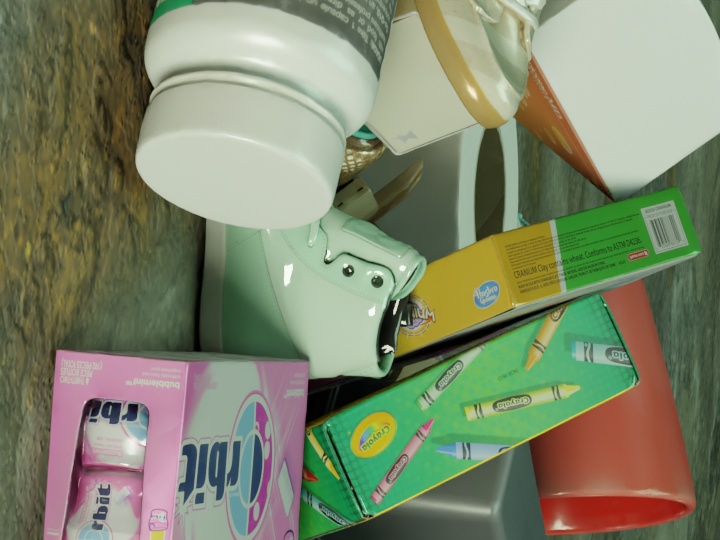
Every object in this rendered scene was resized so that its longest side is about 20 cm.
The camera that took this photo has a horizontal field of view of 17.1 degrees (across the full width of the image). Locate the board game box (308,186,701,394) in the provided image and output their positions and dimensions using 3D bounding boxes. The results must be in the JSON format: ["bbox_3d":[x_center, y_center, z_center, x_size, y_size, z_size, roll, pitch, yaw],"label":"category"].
[{"bbox_3d":[0.068,0.014,1.338,0.153,0.200,0.040,-14,83,-42],"label":"board game box"}]

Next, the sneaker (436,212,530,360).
[{"bbox_3d":[0.090,-0.034,1.682,0.075,0.088,0.201,6,89,-73],"label":"sneaker"}]

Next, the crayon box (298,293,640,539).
[{"bbox_3d":[0.041,0.083,1.313,0.200,0.119,0.058,-23,87,-32],"label":"crayon box"}]

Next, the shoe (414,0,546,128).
[{"bbox_3d":[0.061,-0.165,1.202,0.070,0.053,0.201,31,44,-50],"label":"shoe"}]

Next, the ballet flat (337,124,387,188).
[{"bbox_3d":[-0.013,-0.120,1.345,0.065,0.070,0.200,-52,-163,40],"label":"ballet flat"}]

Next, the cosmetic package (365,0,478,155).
[{"bbox_3d":[0.020,-0.175,1.278,0.105,0.071,0.201,41,36,-48],"label":"cosmetic package"}]

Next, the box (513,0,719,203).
[{"bbox_3d":[0.118,-0.144,1.372,0.125,0.097,0.200,57,-4,-30],"label":"box"}]

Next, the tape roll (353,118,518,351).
[{"bbox_3d":[0.052,-0.048,1.553,0.202,0.071,0.203,2,90,-75],"label":"tape roll"}]

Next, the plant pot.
[{"bbox_3d":[0.144,0.095,1.764,0.200,0.200,0.178,45,42,-70],"label":"plant pot"}]

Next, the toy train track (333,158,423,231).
[{"bbox_3d":[0.000,0.000,1.386,0.115,0.033,0.200,-38,165,-12],"label":"toy train track"}]

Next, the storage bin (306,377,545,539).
[{"bbox_3d":[0.035,0.157,1.468,0.200,0.134,0.146,74,26,-50],"label":"storage bin"}]

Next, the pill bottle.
[{"bbox_3d":[-0.039,-0.129,1.141,0.113,0.113,0.201,66,33,-61],"label":"pill bottle"}]

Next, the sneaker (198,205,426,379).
[{"bbox_3d":[-0.019,-0.040,1.234,0.074,0.118,0.201,-33,125,-68],"label":"sneaker"}]

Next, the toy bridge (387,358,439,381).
[{"bbox_3d":[0.064,0.088,1.535,0.067,0.027,0.200,-61,-159,-9],"label":"toy bridge"}]

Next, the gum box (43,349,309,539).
[{"bbox_3d":[-0.086,0.096,1.134,0.200,0.066,0.114,8,86,-74],"label":"gum box"}]
